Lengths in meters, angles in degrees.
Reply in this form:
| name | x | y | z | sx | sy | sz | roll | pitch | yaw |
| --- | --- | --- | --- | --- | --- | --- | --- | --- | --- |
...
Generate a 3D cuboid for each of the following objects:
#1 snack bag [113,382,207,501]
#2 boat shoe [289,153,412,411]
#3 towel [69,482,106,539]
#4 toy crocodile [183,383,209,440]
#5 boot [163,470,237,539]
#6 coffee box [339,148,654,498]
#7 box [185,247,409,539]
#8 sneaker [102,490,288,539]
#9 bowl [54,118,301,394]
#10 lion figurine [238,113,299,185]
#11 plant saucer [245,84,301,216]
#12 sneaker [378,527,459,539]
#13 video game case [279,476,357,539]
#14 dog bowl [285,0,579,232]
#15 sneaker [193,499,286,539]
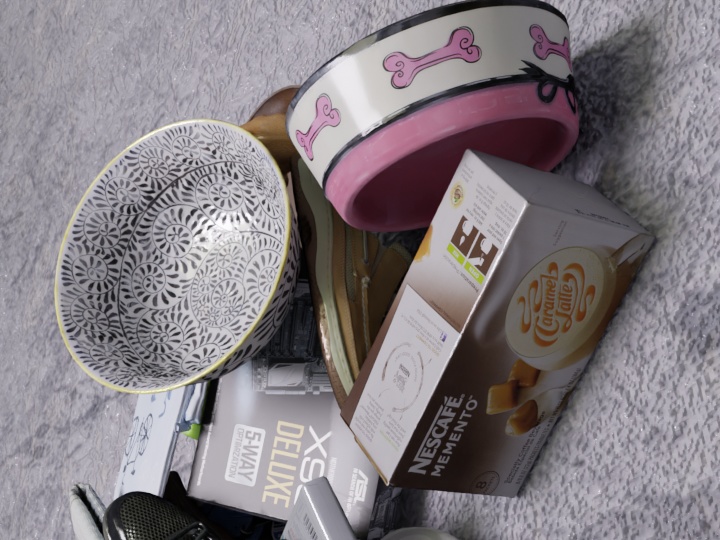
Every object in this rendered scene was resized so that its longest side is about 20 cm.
| name | x | y | z | sx | sy | sz | roll | pitch | yaw |
| --- | --- | --- | --- | --- | --- | --- | --- | --- | --- |
| snack bag | -0.158 | 0.118 | 1.083 | 0.188 | 0.021 | 0.202 | 161 | 123 | -69 |
| boat shoe | 0.000 | 0.000 | 0.941 | 0.072 | 0.075 | 0.202 | 89 | 172 | -67 |
| towel | -0.180 | 0.294 | 1.064 | 0.200 | 0.034 | 0.194 | 37 | 140 | 52 |
| toy crocodile | -0.166 | 0.105 | 1.245 | 0.200 | 0.061 | 0.068 | 30 | 104 | 56 |
| boot | -0.125 | 0.282 | 1.086 | 0.166 | 0.072 | 0.202 | 42 | 134 | 48 |
| coffee box | 0.083 | 0.038 | 0.855 | 0.080 | 0.114 | 0.201 | 48 | 118 | 50 |
| box | -0.035 | 0.087 | 1.005 | 0.156 | 0.050 | 0.202 | 9 | 84 | 27 |
| sneaker | -0.096 | 0.201 | 0.912 | 0.199 | 0.076 | 0.115 | 41 | 137 | 26 |
| bowl | -0.112 | 0.002 | 0.961 | 0.199 | 0.094 | 0.203 | -12 | 65 | 27 |
| lion figurine | -0.024 | -0.104 | 1.021 | 0.073 | 0.198 | 0.122 | 68 | 165 | -2 |
| plant saucer | -0.067 | -0.061 | 1.181 | 0.200 | 0.032 | 0.202 | -22 | 63 | 51 |
| sneaker | 0.060 | 0.211 | 0.846 | 0.075 | 0.087 | 0.200 | -53 | 37 | -5 |
| video game case | -0.006 | 0.263 | 0.896 | 0.201 | 0.022 | 0.183 | 61 | 153 | 25 |
| dog bowl | 0.055 | -0.093 | 0.881 | 0.200 | 0.199 | 0.074 | -36 | 65 | 44 |
| sneaker | -0.076 | 0.174 | 1.095 | 0.089 | 0.078 | 0.201 | 49 | 124 | 35 |
